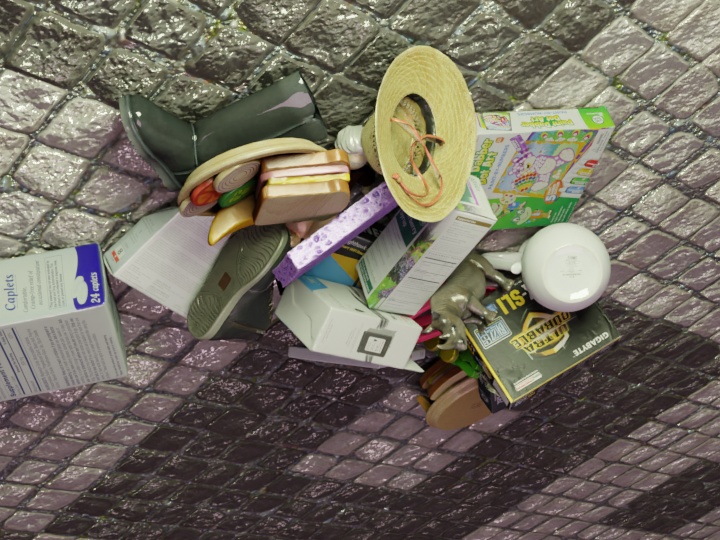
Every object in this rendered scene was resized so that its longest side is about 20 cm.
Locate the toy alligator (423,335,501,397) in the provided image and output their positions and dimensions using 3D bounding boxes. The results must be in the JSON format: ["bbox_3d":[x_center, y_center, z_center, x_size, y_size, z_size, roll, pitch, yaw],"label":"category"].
[{"bbox_3d":[0.163,0.126,1.720,0.059,0.200,0.054,22,99,-45],"label":"toy alligator"}]

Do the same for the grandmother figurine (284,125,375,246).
[{"bbox_3d":[-0.032,-0.107,1.395,0.121,0.061,0.200,-10,149,-34],"label":"grandmother figurine"}]

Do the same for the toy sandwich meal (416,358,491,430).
[{"bbox_3d":[0.184,0.204,1.921,0.204,0.070,0.206,-21,151,-12],"label":"toy sandwich meal"}]

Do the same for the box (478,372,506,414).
[{"bbox_3d":[0.266,0.126,1.794,0.160,0.044,0.201,-25,136,-13],"label":"box"}]

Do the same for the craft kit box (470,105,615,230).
[{"bbox_3d":[0.213,-0.132,1.477,0.196,0.049,0.200,-3,143,-14],"label":"craft kit box"}]

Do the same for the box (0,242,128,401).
[{"bbox_3d":[-0.419,0.071,1.442,0.199,0.105,0.184,-11,146,-9],"label":"box"}]

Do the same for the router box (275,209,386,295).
[{"bbox_3d":[0.000,0.000,1.562,0.199,0.051,0.149,19,131,-40],"label":"router box"}]

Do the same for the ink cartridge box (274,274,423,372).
[{"bbox_3d":[-0.001,0.072,1.501,0.199,0.116,0.067,14,105,-38],"label":"ink cartridge box"}]

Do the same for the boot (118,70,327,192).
[{"bbox_3d":[-0.151,-0.173,1.243,0.199,0.066,0.165,-17,154,7],"label":"boot"}]

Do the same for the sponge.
[{"bbox_3d":[-0.017,-0.055,1.365,0.200,0.030,0.112,-36,178,-17],"label":"sponge"}]

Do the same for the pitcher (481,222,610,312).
[{"bbox_3d":[0.259,-0.007,1.562,0.170,0.122,0.200,-4,-173,2],"label":"pitcher"}]

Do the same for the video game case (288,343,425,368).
[{"bbox_3d":[-0.002,0.121,1.632,0.142,0.018,0.200,5,-178,21],"label":"video game case"}]

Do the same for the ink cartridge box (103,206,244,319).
[{"bbox_3d":[-0.211,-0.041,1.443,0.200,0.050,0.162,-44,141,6],"label":"ink cartridge box"}]

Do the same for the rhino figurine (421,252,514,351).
[{"bbox_3d":[0.138,0.047,1.491,0.087,0.200,0.060,33,133,3],"label":"rhino figurine"}]

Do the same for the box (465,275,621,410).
[{"bbox_3d":[0.263,0.089,1.659,0.199,0.160,0.049,-28,159,-11],"label":"box"}]

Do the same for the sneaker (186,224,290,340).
[{"bbox_3d":[-0.139,0.014,1.467,0.106,0.075,0.200,9,129,-51],"label":"sneaker"}]

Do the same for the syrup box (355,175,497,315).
[{"bbox_3d":[0.083,-0.036,1.443,0.081,0.079,0.200,10,134,-32],"label":"syrup box"}]

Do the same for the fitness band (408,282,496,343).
[{"bbox_3d":[0.121,0.054,1.655,0.199,0.038,0.144,-18,156,-33],"label":"fitness band"}]

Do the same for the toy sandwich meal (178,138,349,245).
[{"bbox_3d":[-0.109,-0.086,1.279,0.204,0.071,0.205,-17,167,-4],"label":"toy sandwich meal"}]

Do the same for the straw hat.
[{"bbox_3d":[0.047,-0.157,1.298,0.085,0.202,0.201,0,162,43],"label":"straw hat"}]
